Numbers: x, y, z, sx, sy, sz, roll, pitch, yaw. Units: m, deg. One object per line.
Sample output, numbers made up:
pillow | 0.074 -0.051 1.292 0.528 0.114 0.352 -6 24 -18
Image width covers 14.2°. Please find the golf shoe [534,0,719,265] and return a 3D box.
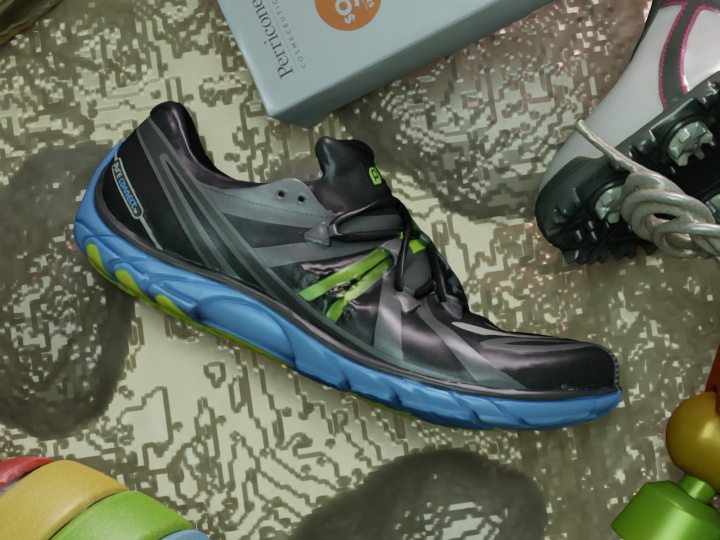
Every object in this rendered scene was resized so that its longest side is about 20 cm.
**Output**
golf shoe | 0.130 -0.083 1.021 0.200 0.077 0.088 -41 60 -6

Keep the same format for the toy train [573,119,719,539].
toy train | 0.122 0.052 0.973 0.200 0.085 0.116 34 96 -6

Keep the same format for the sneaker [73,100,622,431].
sneaker | 0.000 0.000 0.998 0.199 0.071 0.083 25 87 8

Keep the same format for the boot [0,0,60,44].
boot | -0.203 -0.150 1.031 0.175 0.066 0.200 -42 83 -6

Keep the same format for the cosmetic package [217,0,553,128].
cosmetic package | -0.001 -0.173 1.017 0.151 0.052 0.200 -27 81 15

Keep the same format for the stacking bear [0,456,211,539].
stacking bear | -0.112 0.113 0.965 0.200 0.121 0.114 37 84 14
